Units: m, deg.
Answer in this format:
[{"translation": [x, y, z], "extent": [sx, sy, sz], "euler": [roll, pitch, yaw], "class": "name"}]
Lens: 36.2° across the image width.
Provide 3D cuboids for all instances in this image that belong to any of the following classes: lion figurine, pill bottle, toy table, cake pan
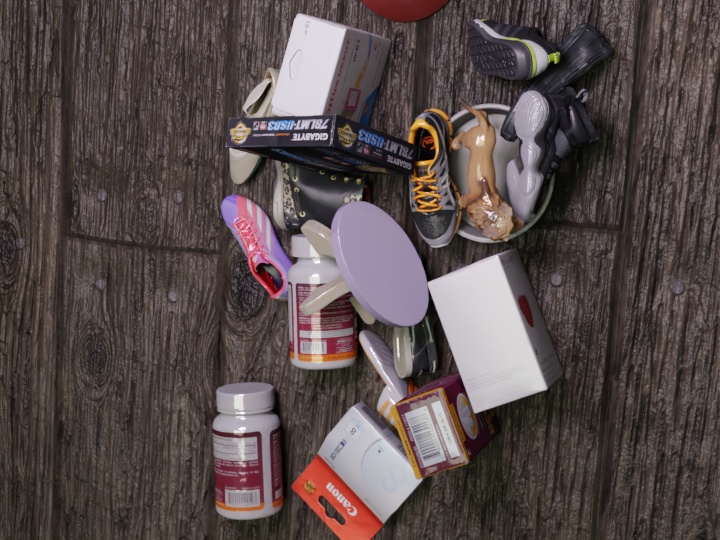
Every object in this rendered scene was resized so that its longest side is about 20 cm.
[{"translation": [0.171, -0.142, 1.546], "extent": [0.071, 0.123, 0.203], "euler": [-15, 100, -5], "class": "lion figurine"}, {"translation": [-0.184, 0.291, 1.793], "extent": [0.112, 0.114, 0.204], "euler": [1, 96, 22], "class": "pill bottle"}, {"translation": [0.000, 0.000, 1.618], "extent": [0.116, 0.183, 0.202], "euler": [-13, 106, 51], "class": "toy table"}, {"translation": [-0.060, 0.046, 1.718], "extent": [0.108, 0.109, 0.204], "euler": [1, 96, 22], "class": "pill bottle"}, {"translation": [0.194, -0.144, 1.632], "extent": [0.197, 0.037, 0.204], "euler": [2, 96, 22], "class": "cake pan"}]

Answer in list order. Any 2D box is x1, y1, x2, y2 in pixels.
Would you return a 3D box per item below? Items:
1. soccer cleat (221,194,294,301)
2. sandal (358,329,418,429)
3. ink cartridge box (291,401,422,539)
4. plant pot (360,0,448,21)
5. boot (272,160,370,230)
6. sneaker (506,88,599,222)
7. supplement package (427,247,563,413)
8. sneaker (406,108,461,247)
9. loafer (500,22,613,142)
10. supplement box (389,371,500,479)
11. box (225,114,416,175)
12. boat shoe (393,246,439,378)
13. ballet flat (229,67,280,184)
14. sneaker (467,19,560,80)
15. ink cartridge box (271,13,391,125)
[{"translation": [-0.165, -0.039, 1.770], "extent": [0.066, 0.076, 0.201], "euler": [-37, 82, 21], "class": "soccer cleat"}, {"translation": [0.049, 0.190, 1.711], "extent": [0.059, 0.079, 0.208], "euler": [-40, 72, 22], "class": "sandal"}, {"translation": [-0.008, 0.337, 1.760], "extent": [0.160, 0.047, 0.201], "euler": [43, 107, 12], "class": "ink cartridge box"}, {"translation": [0.037, -0.470, 1.588], "extent": [0.197, 0.177, 0.204], "euler": [3, 97, 23], "class": "plant pot"}, {"translation": [-0.057, -0.158, 1.720], "extent": [0.151, 0.073, 0.208], "euler": [7, 98, 17], "class": "boot"}, {"translation": [0.271, -0.160, 1.534], "extent": [0.112, 0.076, 0.203], "euler": [-11, 128, -15], "class": "sneaker"}, {"translation": [0.199, 0.085, 1.609], "extent": [0.118, 0.121, 0.203], "euler": [-22, 88, 23], "class": "supplement package"}, {"translation": [0.099, -0.134, 1.612], "extent": [0.077, 0.077, 0.204], "euler": [-5, 95, 21], "class": "sneaker"}, {"translation": [0.276, -0.256, 1.552], "extent": [0.070, 0.068, 0.201], "euler": [41, 90, 5], "class": "loafer"}, {"translation": [0.128, 0.218, 1.609], "extent": [0.085, 0.200, 0.112], "euler": [-21, 88, 22], "class": "supplement box"}, {"translation": [-0.054, -0.176, 1.550], "extent": [0.196, 0.199, 0.051], "euler": [4, 86, 37], "class": "box"}, {"translation": [0.087, 0.062, 1.694], "extent": [0.066, 0.072, 0.204], "euler": [-1, 88, -16], "class": "boat shoe"}, {"translation": [-0.171, -0.233, 1.756], "extent": [0.069, 0.069, 0.202], "euler": [35, 104, 15], "class": "ballet flat"}, {"translation": [0.218, -0.312, 1.560], "extent": [0.082, 0.200, 0.073], "euler": [-16, 120, -15], "class": "sneaker"}, {"translation": [-0.040, -0.289, 1.625], "extent": [0.084, 0.199, 0.147], "euler": [21, 103, 19], "class": "ink cartridge box"}]
